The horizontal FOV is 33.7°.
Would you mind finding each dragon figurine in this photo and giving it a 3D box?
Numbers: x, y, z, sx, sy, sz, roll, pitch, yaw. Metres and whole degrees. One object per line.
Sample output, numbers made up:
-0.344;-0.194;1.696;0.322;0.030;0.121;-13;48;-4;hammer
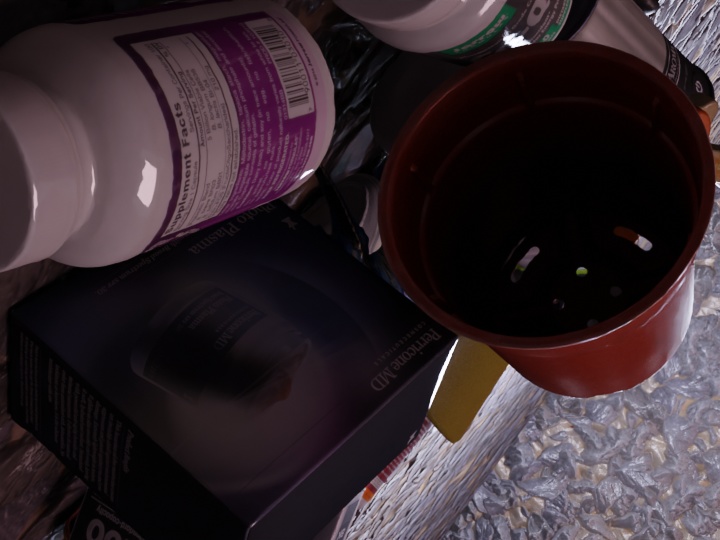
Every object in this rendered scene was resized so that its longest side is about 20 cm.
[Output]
0.000;0.000;0.860;0.059;0.099;0.200;-18;113;-33;dragon figurine

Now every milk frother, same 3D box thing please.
0.165;-0.177;1.024;0.200;0.181;0.188;-30;136;29;milk frother

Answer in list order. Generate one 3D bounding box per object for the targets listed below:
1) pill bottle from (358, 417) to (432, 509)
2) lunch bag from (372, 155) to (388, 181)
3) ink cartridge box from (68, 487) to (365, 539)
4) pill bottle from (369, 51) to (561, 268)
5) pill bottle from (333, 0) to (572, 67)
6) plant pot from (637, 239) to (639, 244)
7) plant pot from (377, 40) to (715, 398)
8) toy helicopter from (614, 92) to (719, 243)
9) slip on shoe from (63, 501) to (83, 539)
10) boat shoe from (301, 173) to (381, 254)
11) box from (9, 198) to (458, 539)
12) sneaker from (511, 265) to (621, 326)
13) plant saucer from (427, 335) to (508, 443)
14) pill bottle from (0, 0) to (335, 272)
0.020;0.157;1.326;0.200;0.113;0.113;-49;162;-9;pill bottle
0.023;0.006;1.031;0.200;0.082;0.161;-60;159;-13;lunch bag
-0.116;0.202;0.857;0.043;0.198;0.200;-5;117;-64;ink cartridge box
0.107;-0.086;0.926;0.120;0.120;0.200;-51;133;-3;pill bottle
0.055;-0.187;0.735;0.113;0.113;0.200;-57;162;17;pill bottle
0.169;-0.050;1.218;0.134;0.200;0.200;8;125;-32;plant pot
0.135;-0.013;0.782;0.201;0.201;0.195;-50;151;-6;plant pot
0.257;-0.080;0.959;0.200;0.079;0.132;1;121;-40;toy helicopter
-0.160;0.166;0.970;0.200;0.074;0.061;-41;157;-16;slip on shoe
-0.048;0.004;0.923;0.201;0.070;0.072;-56;152;-6;boat shoe
-0.080;0.068;0.757;0.200;0.198;0.123;-39;159;-37;box
0.148;0.033;0.991;0.081;0.200;0.074;-27;118;-41;sneaker
0.079;0.032;1.169;0.048;0.200;0.200;8;124;-31;plant saucer
-0.109;-0.066;0.563;0.200;0.112;0.112;-27;150;-52;pill bottle
